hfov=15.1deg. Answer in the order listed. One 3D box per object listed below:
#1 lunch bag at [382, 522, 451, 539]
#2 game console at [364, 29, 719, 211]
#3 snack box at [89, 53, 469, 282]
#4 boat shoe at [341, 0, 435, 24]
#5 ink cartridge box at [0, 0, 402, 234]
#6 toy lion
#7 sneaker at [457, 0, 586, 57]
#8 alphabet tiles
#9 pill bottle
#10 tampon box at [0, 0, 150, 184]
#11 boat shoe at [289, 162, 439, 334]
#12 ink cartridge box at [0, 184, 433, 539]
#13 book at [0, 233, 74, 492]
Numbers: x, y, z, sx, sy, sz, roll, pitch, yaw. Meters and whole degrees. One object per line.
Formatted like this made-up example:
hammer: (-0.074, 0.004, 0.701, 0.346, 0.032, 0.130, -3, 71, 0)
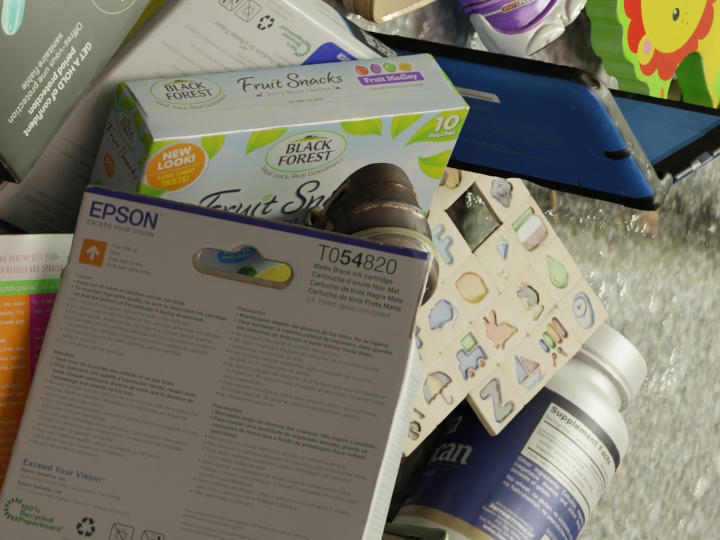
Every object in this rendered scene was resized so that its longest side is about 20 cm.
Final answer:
lunch bag: (0.005, 0.280, 1.741, 0.201, 0.117, 0.164, -62, 141, -23)
game console: (0.117, -0.116, 1.682, 0.119, 0.199, 0.171, -58, 138, -22)
snack box: (-0.052, -0.046, 1.516, 0.199, 0.053, 0.143, -8, 137, -30)
boat shoe: (0.080, -0.207, 1.672, 0.200, 0.069, 0.074, -35, 152, -16)
ink cartridge box: (-0.092, -0.080, 1.528, 0.200, 0.047, 0.197, -41, 144, 15)
toy lion: (0.216, -0.175, 1.882, 0.191, 0.068, 0.201, -13, 112, -52)
sneaker: (0.126, -0.228, 1.761, 0.083, 0.080, 0.200, 47, 57, -25)
alphabet tiles: (0.060, 0.021, 1.753, 0.200, 0.008, 0.168, -43, 106, -33)
pill bottle: (0.111, 0.128, 1.826, 0.200, 0.111, 0.111, -57, 138, -22)
tampon box: (-0.213, -0.169, 1.316, 0.150, 0.126, 0.200, -56, 139, -21)
boat shoe: (0.000, 0.000, 1.492, 0.074, 0.200, 0.074, 7, 68, -15)
ink cartridge box: (-0.073, 0.072, 1.397, 0.041, 0.198, 0.201, 48, 55, -72)
book: (-0.191, 0.081, 1.436, 0.133, 0.048, 0.201, -1, 91, -39)
